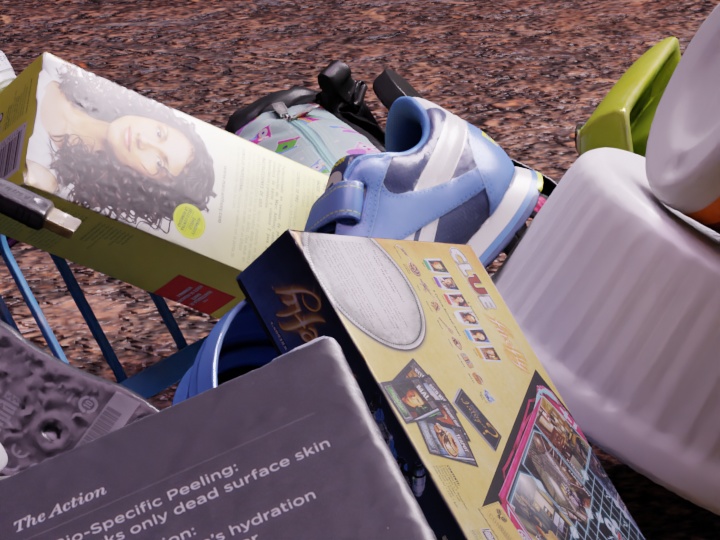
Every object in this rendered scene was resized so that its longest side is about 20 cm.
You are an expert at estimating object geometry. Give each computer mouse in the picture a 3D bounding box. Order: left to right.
[{"bbox_3d":[-0.142,0.040,1.211,0.199,0.046,0.141,25,61,8],"label":"computer mouse"}]

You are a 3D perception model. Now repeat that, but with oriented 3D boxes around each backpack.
[{"bbox_3d":[-0.012,0.001,1.516,0.126,0.168,0.200,-25,23,-7],"label":"backpack"}]

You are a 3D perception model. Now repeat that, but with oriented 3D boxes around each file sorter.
[{"bbox_3d":[-0.172,0.032,1.348,0.138,0.123,0.200,-29,1,40],"label":"file sorter"}]

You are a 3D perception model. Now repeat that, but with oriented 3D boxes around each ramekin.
[{"bbox_3d":[0.155,0.028,1.307,0.200,0.098,0.201,28,13,-7],"label":"ramekin"}]

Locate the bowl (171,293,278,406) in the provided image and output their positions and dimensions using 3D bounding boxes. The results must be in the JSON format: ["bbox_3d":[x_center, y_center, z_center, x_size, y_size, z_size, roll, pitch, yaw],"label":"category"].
[{"bbox_3d":[0.005,0.099,1.137,0.039,0.201,0.201,-41,0,26],"label":"bowl"}]

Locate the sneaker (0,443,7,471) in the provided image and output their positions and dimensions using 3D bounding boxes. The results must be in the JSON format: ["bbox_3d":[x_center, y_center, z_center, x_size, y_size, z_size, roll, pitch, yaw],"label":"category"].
[{"bbox_3d":[-0.246,0.069,1.140,0.199,0.100,0.071,-22,10,15],"label":"sneaker"}]

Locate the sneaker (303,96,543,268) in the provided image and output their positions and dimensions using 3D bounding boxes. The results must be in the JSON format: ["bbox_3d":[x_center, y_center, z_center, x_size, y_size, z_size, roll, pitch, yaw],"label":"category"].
[{"bbox_3d":[0.000,0.000,1.289,0.200,0.082,0.074,-50,9,-37],"label":"sneaker"}]

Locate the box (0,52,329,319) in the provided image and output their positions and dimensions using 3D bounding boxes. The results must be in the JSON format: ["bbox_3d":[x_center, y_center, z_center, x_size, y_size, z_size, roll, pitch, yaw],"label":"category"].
[{"bbox_3d":[-0.075,-0.025,1.322,0.199,0.076,0.050,22,-34,-28],"label":"box"}]

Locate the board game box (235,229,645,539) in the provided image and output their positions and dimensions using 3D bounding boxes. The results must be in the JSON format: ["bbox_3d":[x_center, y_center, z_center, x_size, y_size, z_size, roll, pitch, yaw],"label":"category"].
[{"bbox_3d":[0.045,0.076,1.146,0.035,0.201,0.135,-41,-24,26],"label":"board game box"}]

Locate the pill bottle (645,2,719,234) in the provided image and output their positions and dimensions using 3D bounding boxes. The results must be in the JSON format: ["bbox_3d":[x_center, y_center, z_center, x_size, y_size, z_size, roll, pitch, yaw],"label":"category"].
[{"bbox_3d":[0.236,-0.038,1.264,0.199,0.115,0.114,27,11,-15],"label":"pill bottle"}]

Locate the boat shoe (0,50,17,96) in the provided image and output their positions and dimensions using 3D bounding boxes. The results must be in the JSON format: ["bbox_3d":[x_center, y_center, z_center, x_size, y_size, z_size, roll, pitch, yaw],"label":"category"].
[{"bbox_3d":[-0.245,-0.043,1.342,0.200,0.062,0.072,-43,-9,5],"label":"boat shoe"}]

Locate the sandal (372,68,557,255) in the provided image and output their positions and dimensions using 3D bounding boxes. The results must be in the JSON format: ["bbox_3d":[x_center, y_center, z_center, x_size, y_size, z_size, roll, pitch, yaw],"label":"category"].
[{"bbox_3d":[0.085,-0.039,1.565,0.045,0.200,0.075,-40,6,7],"label":"sandal"}]

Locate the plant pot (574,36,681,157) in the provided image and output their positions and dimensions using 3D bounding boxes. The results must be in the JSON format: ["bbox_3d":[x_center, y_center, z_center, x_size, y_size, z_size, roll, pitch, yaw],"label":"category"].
[{"bbox_3d":[0.216,-0.026,1.477,0.180,0.201,0.199,-3,16,17],"label":"plant pot"}]

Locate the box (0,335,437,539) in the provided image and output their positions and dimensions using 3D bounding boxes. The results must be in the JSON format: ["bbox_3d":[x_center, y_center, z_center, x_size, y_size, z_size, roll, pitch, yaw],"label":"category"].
[{"bbox_3d":[-0.055,0.151,0.878,0.196,0.118,0.200,-23,38,-5],"label":"box"}]

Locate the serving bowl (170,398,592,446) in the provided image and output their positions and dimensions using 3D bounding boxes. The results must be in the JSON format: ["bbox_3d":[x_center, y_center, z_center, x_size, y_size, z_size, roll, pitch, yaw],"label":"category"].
[{"bbox_3d":[0.011,0.090,1.332,0.199,0.066,0.200,-2,17,1],"label":"serving bowl"}]

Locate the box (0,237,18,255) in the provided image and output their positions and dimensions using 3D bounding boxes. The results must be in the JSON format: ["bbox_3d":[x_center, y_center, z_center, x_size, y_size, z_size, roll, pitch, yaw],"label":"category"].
[{"bbox_3d":[-0.246,-0.001,1.479,0.143,0.036,0.200,-37,-4,-4],"label":"box"}]

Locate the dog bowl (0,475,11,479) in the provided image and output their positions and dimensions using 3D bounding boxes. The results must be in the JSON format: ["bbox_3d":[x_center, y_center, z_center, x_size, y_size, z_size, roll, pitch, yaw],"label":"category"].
[{"bbox_3d":[-0.191,0.141,1.090,0.199,0.059,0.200,-22,8,3],"label":"dog bowl"}]
